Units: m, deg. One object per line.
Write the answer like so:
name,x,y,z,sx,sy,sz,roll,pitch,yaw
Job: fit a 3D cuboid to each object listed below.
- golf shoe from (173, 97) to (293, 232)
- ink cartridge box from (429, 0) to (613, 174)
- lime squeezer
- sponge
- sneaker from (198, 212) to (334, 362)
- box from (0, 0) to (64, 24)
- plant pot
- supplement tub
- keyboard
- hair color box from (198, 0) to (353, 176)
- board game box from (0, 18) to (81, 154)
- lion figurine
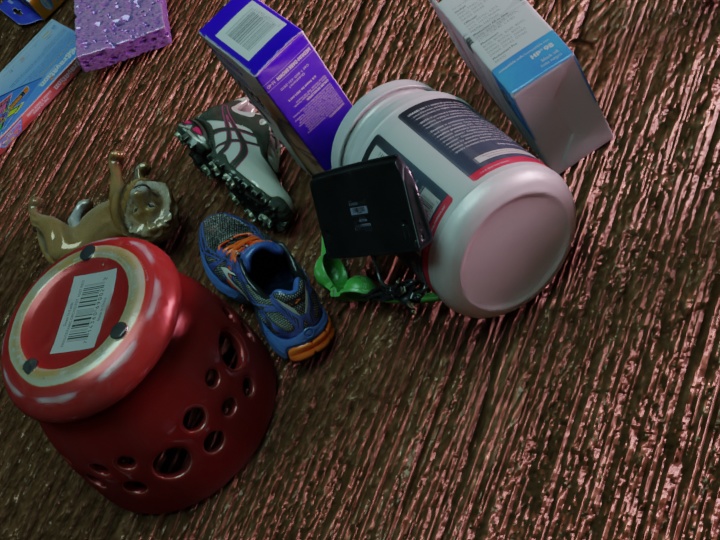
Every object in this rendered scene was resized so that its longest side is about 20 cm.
golf shoe,-0.110,-0.114,1.401,0.088,0.077,0.200,-36,45,-9
ink cartridge box,0.139,-0.193,1.277,0.066,0.116,0.200,-34,46,4
lime squeezer,0.000,0.000,1.265,0.071,0.038,0.200,-45,47,-1
sponge,-0.289,-0.323,1.689,0.111,0.030,0.201,-18,47,5
sneaker,-0.089,-0.004,1.288,0.075,0.079,0.200,-31,45,-19
box,-0.388,-0.405,1.819,0.200,0.042,0.119,-45,46,-10
plant pot,-0.201,0.085,1.228,0.199,0.183,0.201,-18,48,21
supplement tub,0.075,-0.065,1.200,0.140,0.140,0.200,-41,45,-3
keyboard,0.012,-0.027,1.170,0.020,0.128,0.200,-15,5,-22
hair color box,-0.056,-0.155,1.308,0.065,0.200,0.109,-44,46,-4
board game box,-0.411,-0.215,1.699,0.200,0.019,0.103,-49,45,-11
lion figurine,-0.269,-0.047,1.459,0.199,0.072,0.123,-32,52,26
